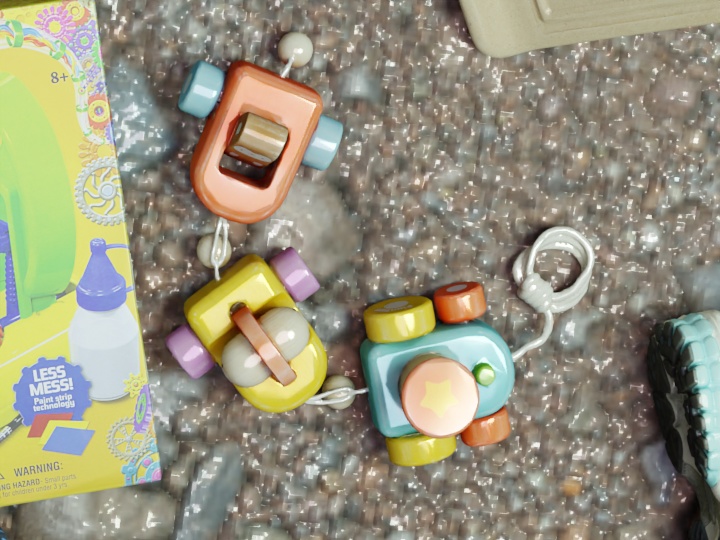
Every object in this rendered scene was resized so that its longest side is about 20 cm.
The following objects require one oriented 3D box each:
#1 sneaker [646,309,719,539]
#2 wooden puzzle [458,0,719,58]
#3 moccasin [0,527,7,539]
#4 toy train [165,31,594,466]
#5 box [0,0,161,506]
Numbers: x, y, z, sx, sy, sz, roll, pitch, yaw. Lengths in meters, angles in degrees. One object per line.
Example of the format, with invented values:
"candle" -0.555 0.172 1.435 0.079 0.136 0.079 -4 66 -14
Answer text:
"sneaker" 0.189 0.110 1.235 0.086 0.078 0.201 -14 104 -10
"wooden puzzle" 0.119 -0.183 1.135 0.199 0.037 0.186 -9 120 20
"moccasin" -0.156 0.149 1.147 0.068 0.200 0.081 -1 66 -18
"toy train" 0.000 0.000 1.190 0.199 0.056 0.151 27 96 -13
"box" -0.193 -0.007 1.123 0.198 0.122 0.194 -9 102 -7
